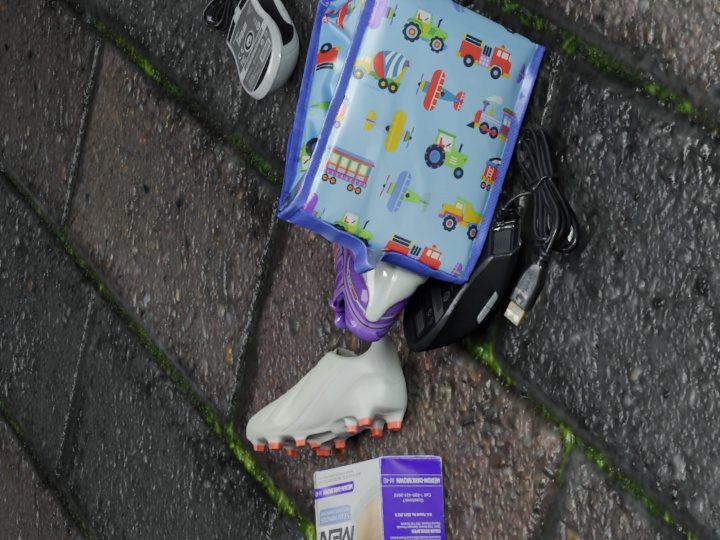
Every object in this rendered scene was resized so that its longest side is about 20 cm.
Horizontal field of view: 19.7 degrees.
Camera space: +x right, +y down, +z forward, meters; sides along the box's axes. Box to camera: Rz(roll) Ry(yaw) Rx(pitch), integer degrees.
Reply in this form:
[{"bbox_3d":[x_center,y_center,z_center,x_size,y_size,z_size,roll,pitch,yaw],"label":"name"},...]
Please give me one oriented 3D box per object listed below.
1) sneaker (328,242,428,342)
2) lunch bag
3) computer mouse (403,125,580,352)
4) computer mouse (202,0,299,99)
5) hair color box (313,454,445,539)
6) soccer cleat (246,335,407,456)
[{"bbox_3d":[0.000,0.000,1.603,0.200,0.080,0.084,-94,29,-75],"label":"sneaker"},{"bbox_3d":[0.031,-0.092,1.494,0.094,0.150,0.201,-19,53,60],"label":"lunch bag"},{"bbox_3d":[0.102,0.006,1.507,0.200,0.046,0.141,-56,27,29],"label":"computer mouse"},{"bbox_3d":[-0.092,-0.220,1.896,0.110,0.044,0.200,-62,32,29],"label":"computer mouse"},{"bbox_3d":[0.017,0.251,1.625,0.109,0.064,0.201,-22,70,58],"label":"hair color box"},{"bbox_3d":[-0.026,0.107,1.722,0.200,0.069,0.078,-22,63,51],"label":"soccer cleat"}]
